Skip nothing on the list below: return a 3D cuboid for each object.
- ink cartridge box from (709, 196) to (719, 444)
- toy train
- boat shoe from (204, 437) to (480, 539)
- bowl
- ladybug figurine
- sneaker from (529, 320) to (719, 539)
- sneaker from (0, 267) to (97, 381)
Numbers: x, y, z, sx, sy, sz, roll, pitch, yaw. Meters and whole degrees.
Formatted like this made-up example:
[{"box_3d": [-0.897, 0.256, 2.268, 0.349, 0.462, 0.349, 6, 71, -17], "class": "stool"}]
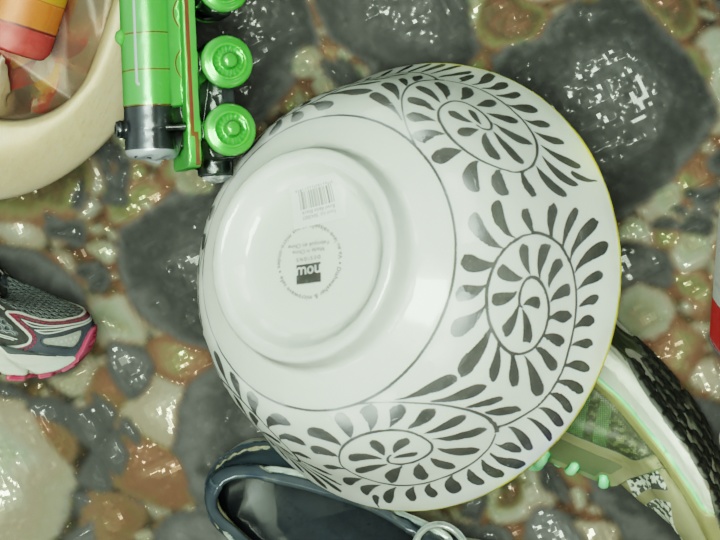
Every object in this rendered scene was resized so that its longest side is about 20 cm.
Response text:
[{"box_3d": [0.217, -0.019, 0.825, 0.116, 0.067, 0.200, 5, 97, 4], "class": "ink cartridge box"}, {"box_3d": [-0.078, -0.136, 0.793, 0.056, 0.042, 0.200, -2, 88, -19], "class": "toy train"}, {"box_3d": [0.018, 0.142, 0.866, 0.200, 0.062, 0.075, 35, 96, 0], "class": "boat shoe"}, {"box_3d": [0.000, 0.000, 0.793, 0.201, 0.094, 0.201, -5, 80, 30], "class": "bowl"}, {"box_3d": [-0.148, -0.129, 0.841, 0.136, 0.072, 0.200, 22, 93, -6], "class": "ladybug figurine"}, {"box_3d": [0.093, 0.065, 0.853, 0.089, 0.077, 0.200, -41, 84, 18], "class": "sneaker"}, {"box_3d": [-0.209, -0.014, 0.854, 0.200, 0.081, 0.075, 29, 99, -5], "class": "sneaker"}]
